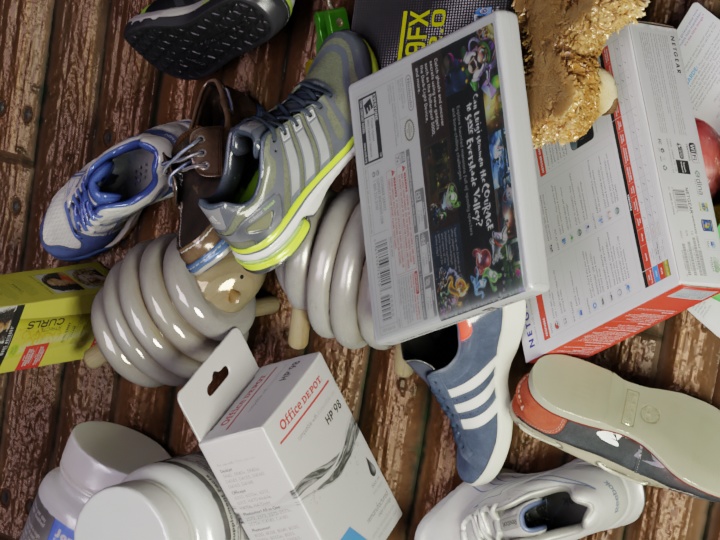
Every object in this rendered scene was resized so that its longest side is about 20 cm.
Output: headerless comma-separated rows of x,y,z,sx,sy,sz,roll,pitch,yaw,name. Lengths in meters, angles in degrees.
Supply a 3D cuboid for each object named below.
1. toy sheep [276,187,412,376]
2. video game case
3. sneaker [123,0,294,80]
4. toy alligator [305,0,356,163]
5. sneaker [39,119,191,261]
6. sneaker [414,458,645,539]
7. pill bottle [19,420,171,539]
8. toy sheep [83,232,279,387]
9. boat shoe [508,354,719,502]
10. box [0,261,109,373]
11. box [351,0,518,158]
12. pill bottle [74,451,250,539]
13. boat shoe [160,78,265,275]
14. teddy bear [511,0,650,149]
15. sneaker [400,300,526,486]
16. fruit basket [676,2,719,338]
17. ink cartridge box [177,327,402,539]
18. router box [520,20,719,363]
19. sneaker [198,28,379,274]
0.000,0.000,1.774,0.198,0.138,0.139,12,102,12,toy sheep
0.060,-0.063,1.627,0.181,0.023,0.202,-22,70,51,video game case
-0.113,-0.217,1.878,0.199,0.083,0.072,-9,135,45,sneaker
-0.017,-0.166,1.823,0.054,0.059,0.202,158,99,-72,toy alligator
-0.217,-0.070,1.934,0.199,0.088,0.076,-34,79,31,sneaker
0.118,0.187,1.752,0.199,0.087,0.075,-23,85,32,sneaker
-0.238,0.239,1.962,0.113,0.113,0.201,32,111,25,pill bottle
-0.154,0.035,1.879,0.200,0.138,0.139,-36,76,29,toy sheep
0.206,0.125,1.681,0.199,0.072,0.063,23,143,-3,boat shoe
-0.281,0.042,1.917,0.050,0.199,0.076,34,110,24,box
0.063,-0.183,1.731,0.159,0.044,0.202,4,84,44,box
-0.134,0.206,1.834,0.113,0.199,0.115,4,97,31,pill bottle
-0.124,-0.077,1.811,0.072,0.201,0.072,-33,118,27,boat shoe
0.153,-0.184,1.610,0.145,0.066,0.202,-38,48,42,teddy bear
0.070,0.080,1.721,0.075,0.084,0.201,-113,22,-54,sneaker
0.267,-0.064,1.650,0.200,0.093,0.186,46,117,37,fruit basket
-0.054,0.149,1.797,0.066,0.116,0.201,-15,112,32,ink cartridge box
0.174,-0.054,1.655,0.179,0.049,0.202,-30,63,51,router box
-0.052,-0.100,1.718,0.074,0.081,0.201,13,71,43,sneaker
